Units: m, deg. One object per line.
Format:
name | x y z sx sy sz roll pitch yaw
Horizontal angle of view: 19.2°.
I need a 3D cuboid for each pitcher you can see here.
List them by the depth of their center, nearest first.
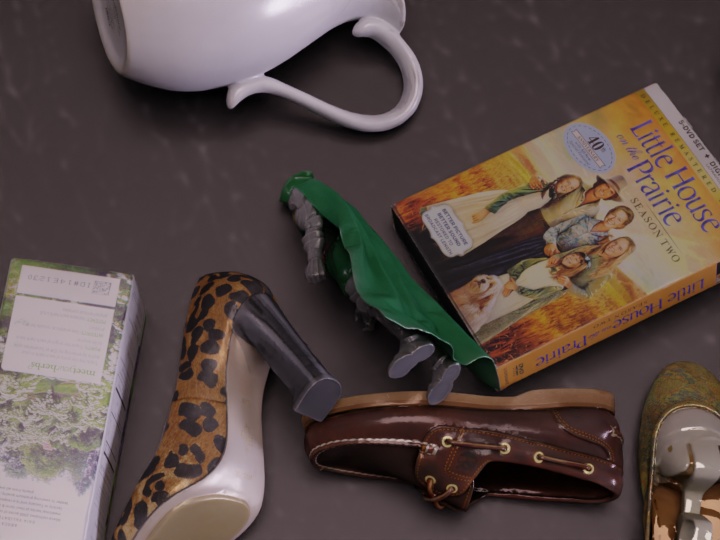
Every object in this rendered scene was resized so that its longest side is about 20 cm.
pitcher | -0.062 -0.161 1.372 0.199 0.121 0.172 -14 88 -18

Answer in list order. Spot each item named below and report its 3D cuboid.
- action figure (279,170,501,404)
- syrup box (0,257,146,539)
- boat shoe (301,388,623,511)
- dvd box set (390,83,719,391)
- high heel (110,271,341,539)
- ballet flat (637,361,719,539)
action figure | 0.000 0.000 1.315 0.055 0.118 0.200 -43 45 8
syrup box | -0.188 0.101 1.291 0.078 0.081 0.201 8 72 2
boat shoe | 0.064 0.112 1.302 0.199 0.070 0.071 -2 68 -3
dvd box set | 0.139 -0.025 1.351 0.199 0.029 0.147 -24 57 -9
high heel | -0.112 0.098 1.322 0.200 0.071 0.143 -46 47 4
ballet flat | 0.203 0.147 1.300 0.070 0.071 0.201 8 72 0
